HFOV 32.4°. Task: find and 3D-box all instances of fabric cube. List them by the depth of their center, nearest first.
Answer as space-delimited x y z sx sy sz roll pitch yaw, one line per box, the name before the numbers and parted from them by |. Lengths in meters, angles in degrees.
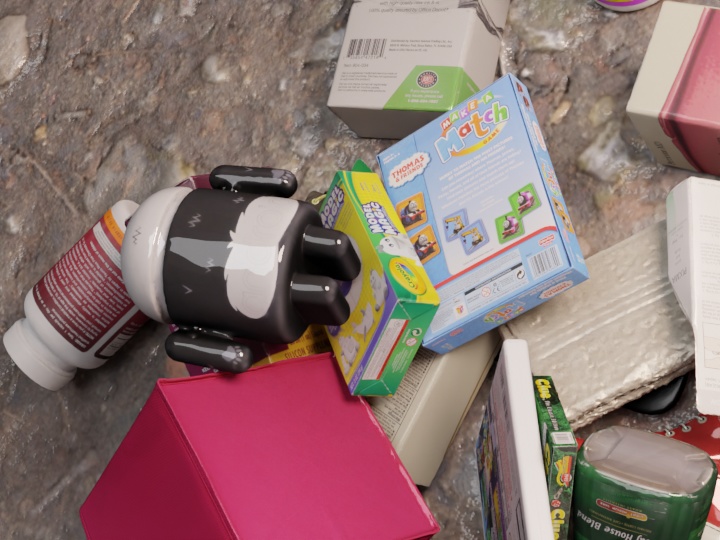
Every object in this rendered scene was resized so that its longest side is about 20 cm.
fabric cube | -0.093 0.215 1.062 0.200 0.199 0.197 -54 55 38

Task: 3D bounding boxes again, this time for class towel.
towel | 0.222 0.045 1.050 0.199 0.034 0.133 -27 56 8

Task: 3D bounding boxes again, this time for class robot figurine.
robot figurine | -0.103 -0.004 1.046 0.199 0.125 0.150 8 31 15

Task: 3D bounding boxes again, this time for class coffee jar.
coffee jar | 0.210 0.228 0.958 0.104 0.085 0.201 14 117 26

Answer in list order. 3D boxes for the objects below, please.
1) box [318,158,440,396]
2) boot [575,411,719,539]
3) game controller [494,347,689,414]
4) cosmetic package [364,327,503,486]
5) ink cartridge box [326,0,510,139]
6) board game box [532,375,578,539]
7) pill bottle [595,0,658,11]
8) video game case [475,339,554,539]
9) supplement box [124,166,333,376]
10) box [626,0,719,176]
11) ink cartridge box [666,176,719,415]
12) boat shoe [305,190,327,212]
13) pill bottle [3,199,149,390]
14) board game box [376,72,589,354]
box | 0.000 0.000 1.103 0.200 0.048 0.118 -113 37 -45
boot | 0.253 0.140 1.032 0.199 0.072 0.145 21 82 24
game controller | 0.202 0.055 1.105 0.199 0.042 0.105 18 81 32
cosmetic package | 0.055 0.082 1.130 0.103 0.073 0.201 32 98 42
ink cartridge box | 0.065 -0.240 1.260 0.145 0.084 0.201 7 75 29
board game box | 0.144 0.197 0.992 0.023 0.201 0.105 1 26 -2
pill bottle | 0.228 -0.330 1.138 0.104 0.200 0.105 -10 68 25
video game case | 0.123 0.188 1.001 0.023 0.183 0.201 0 54 -4
supplement box | -0.117 0.014 1.189 0.103 0.131 0.201 -29 83 33
box | 0.347 -0.141 1.049 0.199 0.128 0.109 16 80 32
ink cartridge box | 0.330 0.031 0.989 0.160 0.050 0.201 8 69 -9
boat shoe | -0.048 -0.050 1.248 0.200 0.072 0.061 -4 100 28
pill bottle | -0.284 0.030 1.326 0.200 0.113 0.113 -44 58 6
board game box | 0.100 -0.050 1.067 0.151 0.037 0.201 -30 57 27
